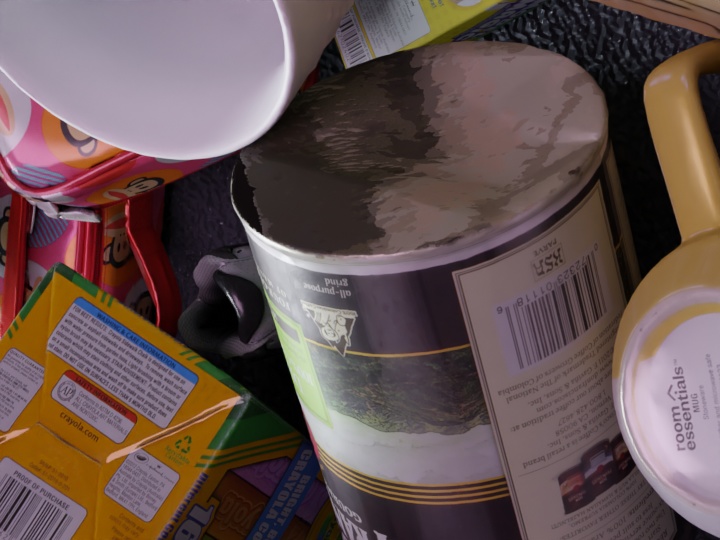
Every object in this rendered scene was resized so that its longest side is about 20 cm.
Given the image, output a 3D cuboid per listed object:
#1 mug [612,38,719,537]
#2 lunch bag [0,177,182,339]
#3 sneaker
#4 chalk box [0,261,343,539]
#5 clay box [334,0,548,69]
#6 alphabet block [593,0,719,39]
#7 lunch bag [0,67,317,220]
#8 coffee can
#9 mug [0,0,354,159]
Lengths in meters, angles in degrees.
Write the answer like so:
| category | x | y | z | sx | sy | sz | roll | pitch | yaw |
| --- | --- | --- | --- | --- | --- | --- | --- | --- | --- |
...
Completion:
| category | x | y | z | sx | sy | sz | roll | pitch | yaw |
| --- | --- | --- | --- | --- | --- | --- | --- | --- | --- |
| mug | 0.159 | 0.023 | 0.966 | 0.187 | 0.153 | 0.150 | 44 | 123 | 23 |
| lunch bag | -0.165 | 0.012 | 1.266 | 0.176 | 0.082 | 0.200 | 13 | 105 | 30 |
| sneaker | 0.000 | 0.000 | 1.108 | 0.200 | 0.115 | 0.075 | -27 | 82 | 38 |
| chalk box | -0.088 | 0.105 | 1.172 | 0.125 | 0.200 | 0.124 | 31 | 84 | 27 |
| clay box | 0.060 | -0.169 | 1.071 | 0.200 | 0.048 | 0.115 | -25 | 81 | 38 |
| alphabet block | 0.107 | -0.197 | 0.883 | 0.196 | 0.200 | 0.196 | 22 | 89 | 23 |
| lunch bag | -0.128 | -0.130 | 1.154 | 0.176 | 0.082 | 0.200 | -24 | 80 | 10 |
| coffee can | 0.044 | 0.032 | 1.015 | 0.146 | 0.146 | 0.200 | 11 | 132 | 36 |
| mug | -0.045 | -0.166 | 0.994 | 0.148 | 0.175 | 0.200 | 38 | 139 | -10 |
